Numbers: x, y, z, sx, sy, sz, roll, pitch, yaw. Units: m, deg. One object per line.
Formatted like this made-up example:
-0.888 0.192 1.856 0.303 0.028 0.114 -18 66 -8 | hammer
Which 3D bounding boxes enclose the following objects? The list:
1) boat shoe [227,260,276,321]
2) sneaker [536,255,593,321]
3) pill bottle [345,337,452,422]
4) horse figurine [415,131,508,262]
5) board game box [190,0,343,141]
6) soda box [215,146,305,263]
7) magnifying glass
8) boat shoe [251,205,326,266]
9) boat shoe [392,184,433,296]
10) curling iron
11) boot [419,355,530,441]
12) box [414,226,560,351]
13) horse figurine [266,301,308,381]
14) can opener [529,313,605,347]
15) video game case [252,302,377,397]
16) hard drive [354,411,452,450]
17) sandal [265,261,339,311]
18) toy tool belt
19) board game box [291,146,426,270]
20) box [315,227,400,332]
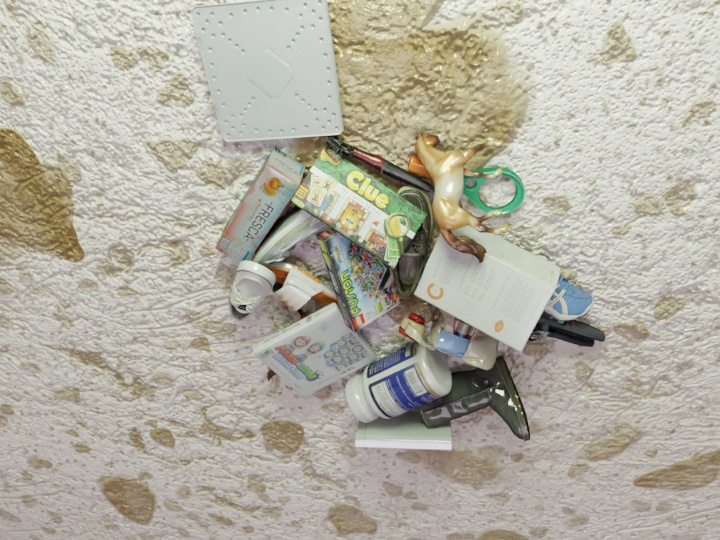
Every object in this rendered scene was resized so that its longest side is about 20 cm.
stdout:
-0.203 0.042 1.075 0.071 0.067 0.200 24 156 -14 | boat shoe
0.320 0.026 1.047 0.196 0.077 0.078 17 131 -7 | sneaker
0.073 0.224 1.200 0.198 0.117 0.116 -29 119 25 | pill bottle
0.151 -0.116 0.906 0.129 0.050 0.205 -1 84 -1 | horse figurine
-0.131 -0.296 0.894 0.195 0.026 0.203 -2 127 8 | board game box
-0.170 -0.104 1.014 0.063 0.069 0.200 30 125 -17 | soda box
0.171 -0.144 0.974 0.196 0.023 0.081 17 127 -5 | magnifying glass
-0.111 -0.065 1.035 0.201 0.075 0.065 -39 111 22 | boat shoe
0.088 -0.045 1.029 0.071 0.065 0.203 1 125 9 | boat shoe
0.030 -0.164 0.962 0.197 0.050 0.026 23 126 -13 | curling iron
0.222 0.278 1.208 0.197 0.185 0.072 -24 162 12 | boot
0.208 0.019 0.992 0.197 0.097 0.126 28 118 13 | box
-0.121 0.143 1.199 0.130 0.050 0.202 18 121 -18 | horse figurine
0.369 0.103 1.100 0.196 0.080 0.063 17 154 -18 | can opener
-0.083 0.160 1.171 0.180 0.024 0.201 -27 137 8 | video game case
0.093 0.335 1.272 0.195 0.132 0.027 0 102 6 | hard drive
-0.096 0.050 1.111 0.204 0.060 0.079 28 152 -14 | sandal
0.178 0.089 1.104 0.197 0.125 0.125 22 96 -13 | toy tool belt
-0.002 -0.100 0.963 0.198 0.023 0.106 32 83 -1 | board game box
0.000 0.000 1.057 0.109 0.035 0.203 -31 127 -18 | box
